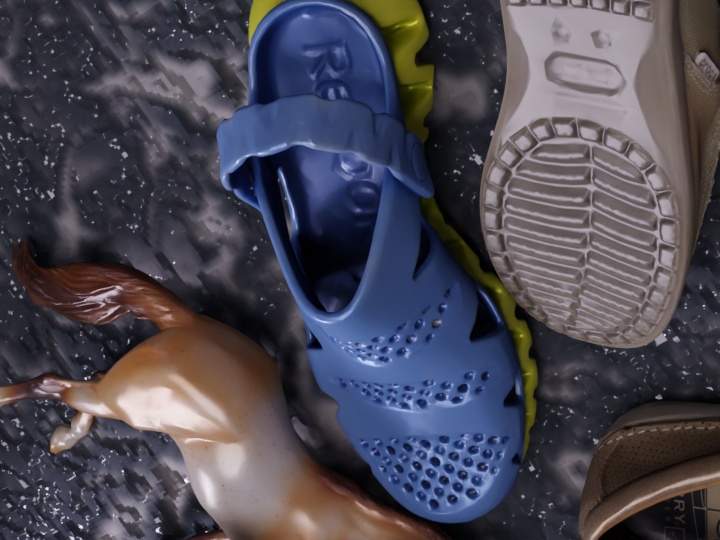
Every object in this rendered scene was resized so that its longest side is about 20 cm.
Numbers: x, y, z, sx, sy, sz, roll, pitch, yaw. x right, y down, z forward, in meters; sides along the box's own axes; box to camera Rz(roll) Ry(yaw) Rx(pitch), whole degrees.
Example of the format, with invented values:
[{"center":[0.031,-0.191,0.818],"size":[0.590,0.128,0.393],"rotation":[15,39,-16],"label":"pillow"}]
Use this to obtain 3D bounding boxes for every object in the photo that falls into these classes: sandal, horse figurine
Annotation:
[{"center":[0.000,0.000,0.852],"size":[0.079,0.087,0.200],"rotation":[-14,109,23],"label":"sandal"},{"center":[-0.055,0.070,0.924],"size":[0.132,0.050,0.200],"rotation":[-25,105,33],"label":"horse figurine"}]

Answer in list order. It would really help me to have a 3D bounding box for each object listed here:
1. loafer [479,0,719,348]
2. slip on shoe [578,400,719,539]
[{"center":[0.083,-0.061,0.807],"size":[0.076,0.068,0.200],"rotation":[20,135,22],"label":"loafer"},{"center":[0.169,0.077,0.839],"size":[0.200,0.061,0.076],"rotation":[2,114,19],"label":"slip on shoe"}]
